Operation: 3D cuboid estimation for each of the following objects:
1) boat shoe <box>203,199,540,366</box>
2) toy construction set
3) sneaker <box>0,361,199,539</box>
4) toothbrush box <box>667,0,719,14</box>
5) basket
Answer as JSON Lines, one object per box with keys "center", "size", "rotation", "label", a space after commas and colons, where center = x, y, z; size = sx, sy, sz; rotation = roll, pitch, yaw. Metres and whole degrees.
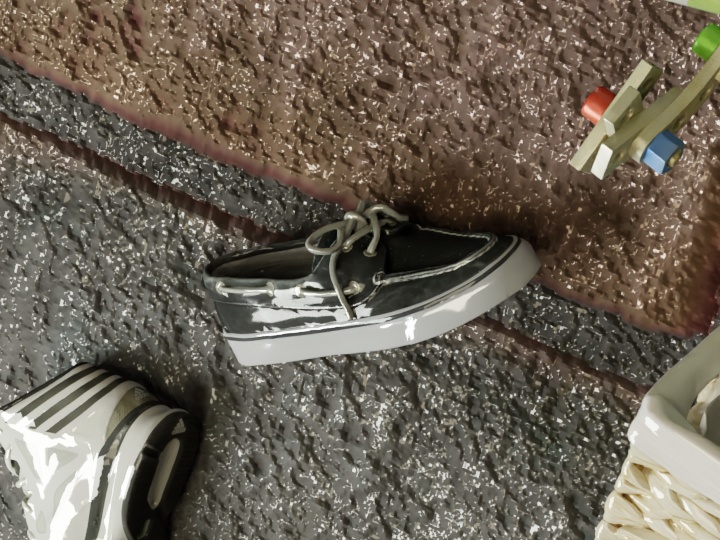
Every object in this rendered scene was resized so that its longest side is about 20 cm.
{"center": [0.001, -0.001, 1.336], "size": [0.199, 0.074, 0.068], "rotation": [-10, 114, 40], "label": "boat shoe"}
{"center": [0.206, -0.050, 1.203], "size": [0.200, 0.092, 0.131], "rotation": [32, 118, 5], "label": "toy construction set"}
{"center": [-0.176, 0.145, 1.489], "size": [0.115, 0.076, 0.201], "rotation": [32, 110, 27], "label": "sneaker"}
{"center": [0.232, -0.154, 1.119], "size": [0.200, 0.146, 0.086], "rotation": [17, 112, 25], "label": "toothbrush box"}
{"center": [0.223, 0.134, 1.215], "size": [0.200, 0.135, 0.124], "rotation": [34, 127, 17], "label": "basket"}
